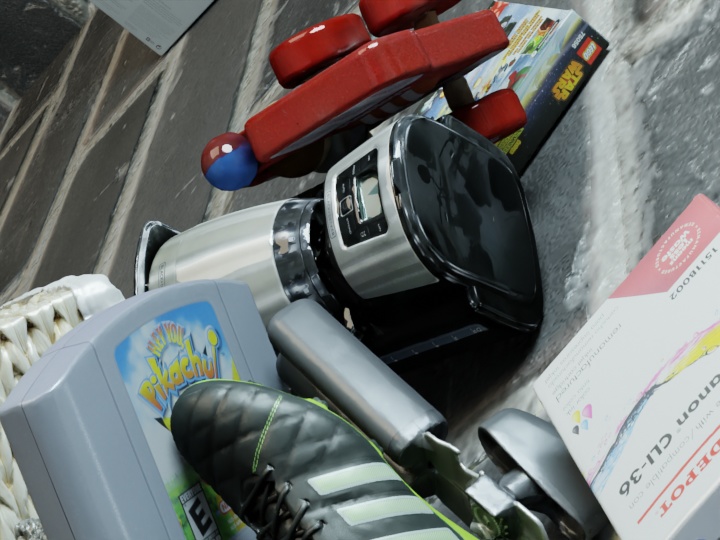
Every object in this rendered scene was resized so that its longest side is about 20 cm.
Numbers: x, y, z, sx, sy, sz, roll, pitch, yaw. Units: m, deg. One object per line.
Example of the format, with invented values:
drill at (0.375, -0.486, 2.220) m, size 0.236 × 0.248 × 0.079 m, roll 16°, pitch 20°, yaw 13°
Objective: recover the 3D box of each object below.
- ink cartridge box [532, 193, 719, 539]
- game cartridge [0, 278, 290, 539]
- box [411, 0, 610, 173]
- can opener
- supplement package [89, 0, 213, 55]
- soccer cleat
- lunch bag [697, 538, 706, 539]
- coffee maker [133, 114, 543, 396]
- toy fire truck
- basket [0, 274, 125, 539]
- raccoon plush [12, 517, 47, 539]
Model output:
ink cartridge box at (0.149, 0.061, 0.626) m, size 0.117 × 0.067 × 0.200 m, roll -51°, pitch 21°, yaw 10°
game cartridge at (-0.088, 0.077, 0.769) m, size 0.040 × 0.134 × 0.200 m, roll -22°, pitch 4°, yaw 26°
box at (0.069, -0.086, 1.076) m, size 0.201 × 0.040 × 0.137 m, roll -54°, pitch 21°, yaw 0°
can opener at (0.037, 0.074, 0.776) m, size 0.067 × 0.054 × 0.200 m, roll -33°, pitch 50°, yaw -20°
supplement package at (-0.253, -0.432, 2.171) m, size 0.200 × 0.151 × 0.151 m, roll -38°, pitch 25°, yaw 37°
soccer cleat at (-0.007, 0.119, 0.701) m, size 0.081 × 0.199 × 0.068 m, roll -46°, pitch -13°, yaw -51°
lunch bag at (0.074, 0.193, 0.518) m, size 0.171 × 0.123 × 0.200 m, roll -65°, pitch 11°, yaw -25°
coffee maker at (0.000, 0.000, 0.930) m, size 0.199 × 0.136 × 0.192 m, roll -21°, pitch -4°, yaw 29°
toy fire truck at (-0.011, -0.098, 0.953) m, size 0.199 × 0.113 × 0.167 m, roll -25°, pitch -1°, yaw 40°
basket at (-0.204, 0.123, 0.938) m, size 0.160 × 0.202 × 0.198 m, roll -22°, pitch 5°, yaw -25°
raccoon plush at (-0.094, 0.146, 0.848) m, size 0.097 × 0.134 × 0.200 m, roll -38°, pitch 4°, yaw 26°
